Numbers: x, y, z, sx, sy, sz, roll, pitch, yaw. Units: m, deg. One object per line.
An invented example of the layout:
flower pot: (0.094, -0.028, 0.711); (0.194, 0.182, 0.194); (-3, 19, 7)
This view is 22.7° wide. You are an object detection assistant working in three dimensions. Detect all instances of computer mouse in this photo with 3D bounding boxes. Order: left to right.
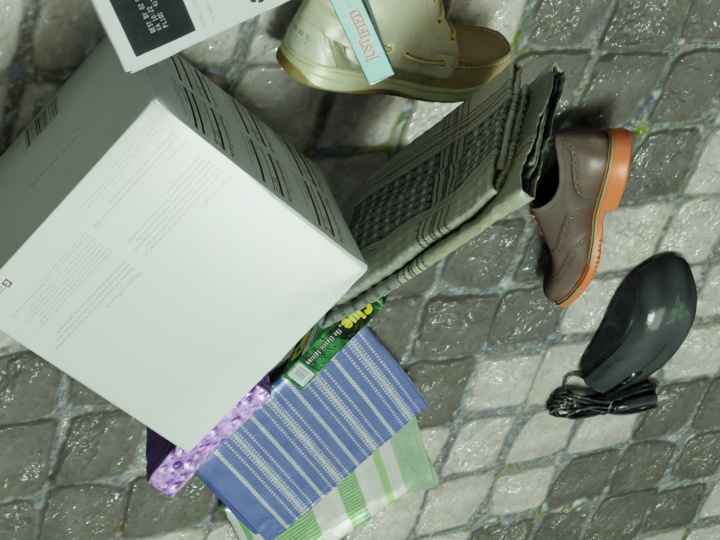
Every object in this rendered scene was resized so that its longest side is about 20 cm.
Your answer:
computer mouse: (0.274, 0.076, 1.738); (0.137, 0.053, 0.201); (-4, 131, -31)

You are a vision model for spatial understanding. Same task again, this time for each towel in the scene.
towel: (-0.048, 0.141, 1.585); (0.200, 0.024, 0.145); (-40, 131, -1)
towel: (-0.026, 0.206, 1.678); (0.199, 0.023, 0.153); (-29, 139, -7)
towel: (0.054, -0.061, 1.263); (0.199, 0.193, 0.035); (-33, 109, 30)

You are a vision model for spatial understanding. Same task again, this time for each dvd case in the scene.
dvd case: (-0.031, -0.231, 1.109); (0.022, 0.201, 0.146); (-21, 140, 6)

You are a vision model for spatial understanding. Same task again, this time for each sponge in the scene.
sponge: (-0.119, 0.080, 1.361); (0.030, 0.200, 0.112); (38, 104, -20)

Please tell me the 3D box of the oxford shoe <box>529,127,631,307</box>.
oxford shoe: (0.178, -0.049, 1.554); (0.072, 0.072, 0.201); (8, 133, -4)

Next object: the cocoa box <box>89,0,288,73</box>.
cocoa box: (-0.130, -0.249, 1.067); (0.132, 0.132, 0.201); (-24, 139, -2)

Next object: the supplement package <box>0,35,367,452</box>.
supplement package: (-0.140, -0.025, 1.237); (0.191, 0.147, 0.200); (-45, 121, 13)

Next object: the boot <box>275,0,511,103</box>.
boot: (0.047, -0.205, 1.293); (0.198, 0.072, 0.156); (-2, 127, -33)

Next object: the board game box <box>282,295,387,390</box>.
board game box: (0.000, 0.000, 1.368); (0.023, 0.201, 0.105); (39, 122, -11)
